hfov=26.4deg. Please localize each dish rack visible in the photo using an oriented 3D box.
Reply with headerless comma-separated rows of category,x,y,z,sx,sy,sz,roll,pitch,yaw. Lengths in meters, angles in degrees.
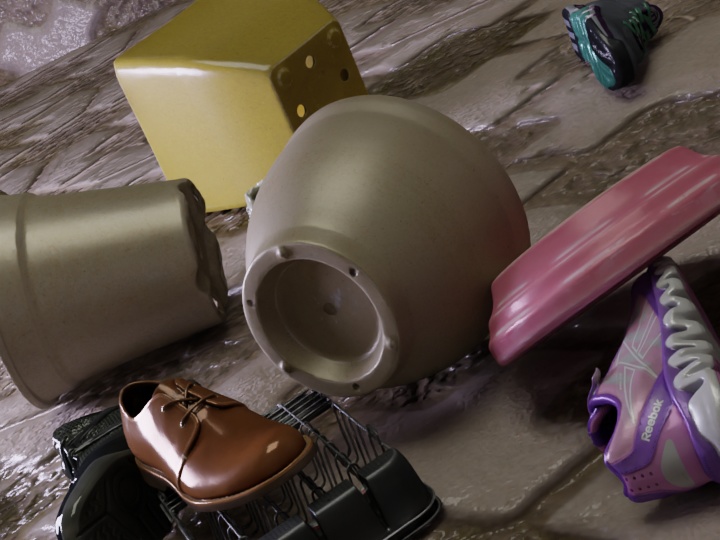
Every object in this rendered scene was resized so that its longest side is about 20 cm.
dish rack,-0.051,0.147,0.994,0.152,0.055,0.200,-32,20,-12

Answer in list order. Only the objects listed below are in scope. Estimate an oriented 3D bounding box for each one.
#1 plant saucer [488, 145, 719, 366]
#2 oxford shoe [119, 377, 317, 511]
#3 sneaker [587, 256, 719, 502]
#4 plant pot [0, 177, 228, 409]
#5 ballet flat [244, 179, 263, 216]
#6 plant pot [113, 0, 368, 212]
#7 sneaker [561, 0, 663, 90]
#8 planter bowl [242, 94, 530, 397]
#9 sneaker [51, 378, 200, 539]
plant saucer,0.157,-0.015,0.981,0.199,0.051,0.201,-34,-7,-5
oxford shoe,-0.102,0.105,0.985,0.071,0.072,0.199,-38,22,-31
sneaker,0.168,0.064,0.880,0.088,0.081,0.201,-30,21,16
plant pot,-0.221,0.003,1.372,0.181,0.203,0.201,-15,22,4
ballet flat,-0.050,-0.054,1.425,0.072,0.072,0.199,-40,24,-27
plant pot,-0.102,-0.188,1.638,0.199,0.196,0.195,4,38,45
sneaker,0.249,-0.230,1.444,0.087,0.075,0.200,-21,21,4
planter bowl,0.000,0.000,1.043,0.198,0.202,0.135,-12,23,36
sneaker,-0.186,0.156,1.113,0.113,0.077,0.200,-21,19,24
